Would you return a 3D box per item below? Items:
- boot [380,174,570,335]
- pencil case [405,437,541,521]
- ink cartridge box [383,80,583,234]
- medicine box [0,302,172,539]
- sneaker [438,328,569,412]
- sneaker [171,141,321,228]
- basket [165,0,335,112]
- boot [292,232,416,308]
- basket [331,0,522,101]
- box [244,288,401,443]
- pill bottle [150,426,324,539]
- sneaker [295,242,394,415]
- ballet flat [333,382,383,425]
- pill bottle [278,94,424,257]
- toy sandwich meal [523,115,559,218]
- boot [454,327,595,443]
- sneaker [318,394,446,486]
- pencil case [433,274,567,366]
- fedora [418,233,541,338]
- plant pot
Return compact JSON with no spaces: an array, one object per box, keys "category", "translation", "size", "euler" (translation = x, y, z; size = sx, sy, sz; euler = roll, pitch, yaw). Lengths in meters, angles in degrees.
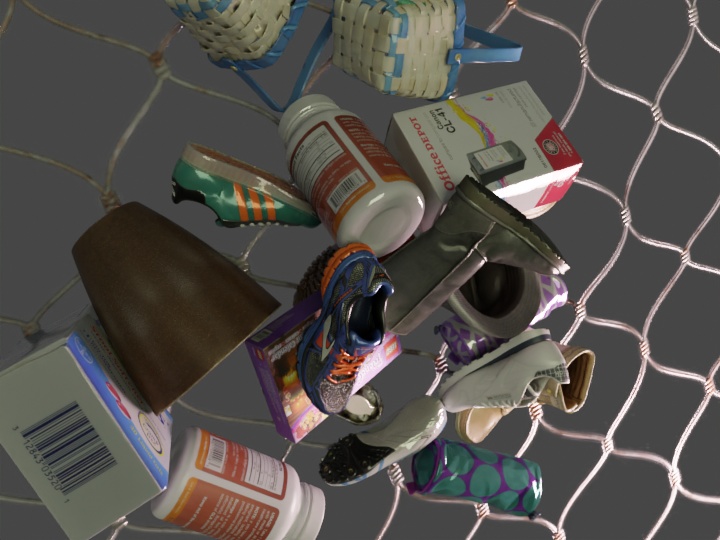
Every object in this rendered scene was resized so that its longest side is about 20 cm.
[{"category":"boot","translation":[0.112,0.009,0.706],"size":[0.181,0.073,0.200],"euler":[33,111,-15]},{"category":"pencil case","translation":[0.173,0.309,0.911],"size":[0.199,0.085,0.093],"euler":[21,111,-20]},{"category":"ink cartridge box","translation":[0.148,-0.140,0.768],"size":[0.199,0.086,0.148],"euler":[-18,65,-18]},{"category":"medicine box","translation":[-0.295,0.149,0.662],"size":[0.103,0.200,0.183],"euler":[-30,104,-9]},{"category":"sneaker","translation":[0.188,0.157,0.839],"size":[0.076,0.200,0.081],"euler":[0,57,-45]},{"category":"sneaker","translation":[-0.141,-0.086,0.775],"size":[0.199,0.071,0.080],"euler":[22,107,-26]},{"category":"basket","translation":[-0.111,-0.312,0.726],"size":[0.200,0.139,0.177],"euler":[32,79,-47]},{"category":"boot","translation":[0.000,0.000,0.829],"size":[0.200,0.075,0.107],"euler":[-47,113,-12]},{"category":"basket","translation":[0.078,-0.289,0.762],"size":[0.199,0.176,0.140],"euler":[-13,128,-35]},{"category":"box","translation":[-0.036,0.094,0.751],"size":[0.200,0.039,0.138],"euler":[-35,124,-35]},{"category":"pill bottle","translation":[-0.150,0.285,0.776],"size":[0.199,0.112,0.113],"euler":[29,85,-20]},{"category":"sneaker","translation":[-0.016,0.074,0.664],"size":[0.075,0.078,0.201],"euler":[-2,115,-32]},{"category":"ballet flat","translation":[-0.048,0.151,0.825],"size":[0.200,0.072,0.072],"euler":[32,84,-20]},{"category":"pill bottle","translation":[-0.019,-0.118,0.735],"size":[0.112,0.200,0.113],"euler":[-24,148,-16]},{"category":"toy sandwich meal","translation":[0.212,-0.156,0.897],"size":[0.204,0.070,0.207],"euler":[2,83,-19]},{"category":"boot","translation":[0.233,0.180,0.882],"size":[0.073,0.155,0.200],"euler":[41,80,-26]},{"category":"sneaker","translation":[0.036,0.249,0.868],"size":[0.199,0.072,0.073],"euler":[-28,135,-8]},{"category":"pencil case","translation":[0.212,0.068,0.908],"size":[0.199,0.084,0.086],"euler":[-31,143,-13]},{"category":"fedora","translation":[0.143,0.001,0.831],"size":[0.200,0.090,0.177],"euler":[52,54,-9]},{"category":"plant pot","translation":[-0.226,0.028,0.704],"size":[0.187,0.187,0.200],"euler":[-42,94,-12]}]
